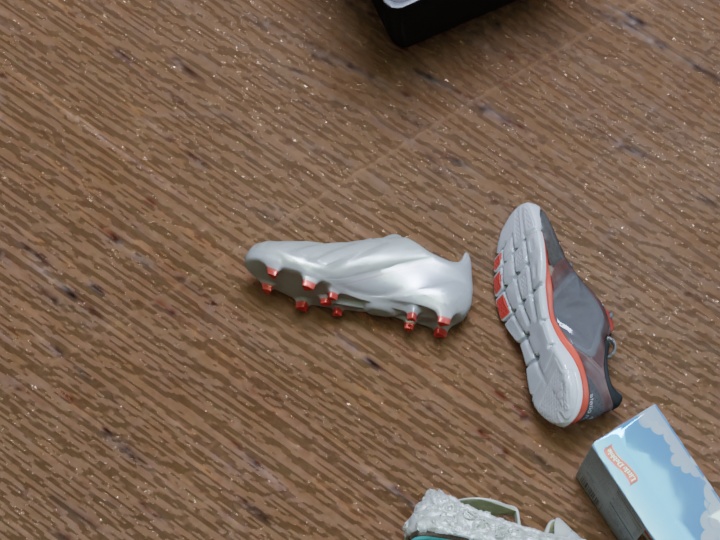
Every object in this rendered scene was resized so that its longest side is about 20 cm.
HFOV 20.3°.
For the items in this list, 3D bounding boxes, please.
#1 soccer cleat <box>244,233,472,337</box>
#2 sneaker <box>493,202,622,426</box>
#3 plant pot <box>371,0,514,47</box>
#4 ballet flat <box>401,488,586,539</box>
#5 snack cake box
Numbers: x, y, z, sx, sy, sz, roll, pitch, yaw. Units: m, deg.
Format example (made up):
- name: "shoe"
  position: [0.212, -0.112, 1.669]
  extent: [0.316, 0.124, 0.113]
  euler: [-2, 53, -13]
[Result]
- name: "soccer cleat"
  position: [0.000, 0.000, 1.738]
  extent: [0.199, 0.069, 0.078]
  euler: [14, 67, -5]
- name: "sneaker"
  position: [0.174, 0.038, 1.737]
  extent: [0.081, 0.077, 0.201]
  euler: [-1, 70, -31]
- name: "plant pot"
  position: [0.067, -0.310, 1.781]
  extent: [0.199, 0.178, 0.200]
  euler: [-24, 73, -10]
- name: "ballet flat"
  position: [0.135, 0.225, 1.666]
  extent: [0.199, 0.072, 0.072]
  euler: [17, 72, 4]
- name: "snack cake box"
  position: [0.262, 0.220, 1.643]
  extent: [0.067, 0.115, 0.201]
  euler: [-30, 75, -11]
